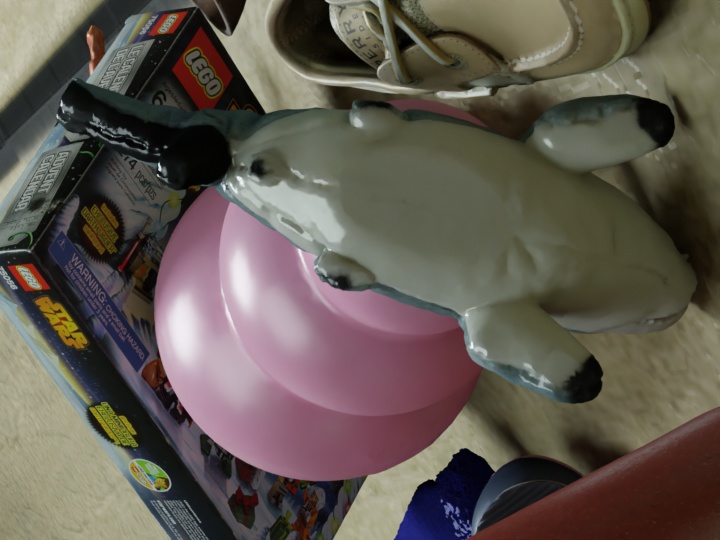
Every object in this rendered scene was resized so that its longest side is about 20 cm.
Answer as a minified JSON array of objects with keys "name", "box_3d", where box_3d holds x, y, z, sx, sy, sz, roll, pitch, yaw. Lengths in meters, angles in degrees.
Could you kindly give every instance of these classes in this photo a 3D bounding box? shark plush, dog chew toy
[{"name":"shark plush","box_3d":[0.005,-0.011,0.883,0.083,0.199,0.091,158,117,-88]},{"name":"dog chew toy","box_3d":[0.000,0.000,1.018,0.125,0.124,0.200,57,157,6]}]

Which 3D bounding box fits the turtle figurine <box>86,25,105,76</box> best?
[{"name":"turtle figurine","box_3d":[-0.061,-0.003,1.255,0.200,0.064,0.162,63,-167,-46]}]

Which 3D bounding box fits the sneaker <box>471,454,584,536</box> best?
[{"name":"sneaker","box_3d":[0.108,0.153,1.090,0.201,0.070,0.082,61,-174,-10]}]

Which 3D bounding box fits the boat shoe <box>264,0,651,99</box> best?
[{"name":"boat shoe","box_3d":[0.024,-0.081,0.877,0.072,0.065,0.200,62,164,-13]}]

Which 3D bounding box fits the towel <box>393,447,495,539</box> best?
[{"name":"towel","box_3d":[0.089,0.173,1.197,0.200,0.049,0.148,54,161,13]}]

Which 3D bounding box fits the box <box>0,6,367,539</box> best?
[{"name":"box","box_3d":[-0.058,0.018,1.136,0.040,0.137,0.200,-4,132,37]}]

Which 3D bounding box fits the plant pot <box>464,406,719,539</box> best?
[{"name":"plant pot","box_3d":[0.078,0.152,0.900,0.201,0.195,0.201,53,164,22]}]

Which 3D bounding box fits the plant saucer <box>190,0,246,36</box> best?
[{"name":"plant saucer","box_3d":[-0.098,-0.175,1.083,0.201,0.032,0.200,53,176,5]}]
